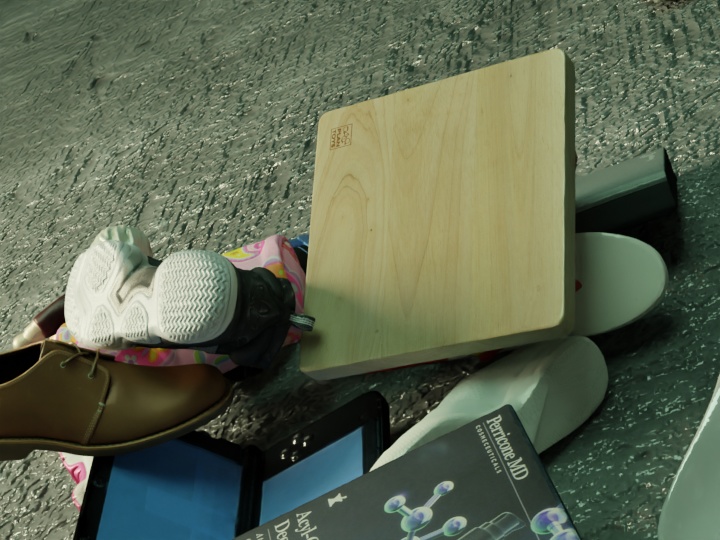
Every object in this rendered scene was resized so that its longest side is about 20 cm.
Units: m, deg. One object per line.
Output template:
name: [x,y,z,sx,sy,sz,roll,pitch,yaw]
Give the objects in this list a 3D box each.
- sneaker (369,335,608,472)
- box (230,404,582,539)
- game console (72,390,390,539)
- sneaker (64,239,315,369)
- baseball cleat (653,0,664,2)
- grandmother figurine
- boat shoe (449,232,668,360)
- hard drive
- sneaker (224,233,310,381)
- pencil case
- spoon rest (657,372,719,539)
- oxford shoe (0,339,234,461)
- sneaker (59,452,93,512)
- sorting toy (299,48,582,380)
sneaker: [0.068,0.107,1.017,0.199,0.076,0.088,-30,19,-31]
box: [0.031,0.190,0.857,0.198,0.108,0.149,-26,26,1]
game console: [-0.078,0.139,1.023,0.171,0.119,0.201,-31,26,16]
sneaker: [-0.119,0.029,1.091,0.199,0.113,0.077,2,77,49]
baseball cleat: [0.305,-0.327,1.572,0.105,0.070,0.201,-17,37,4]
grandmother figurine: [-0.220,0.050,1.244,0.061,0.201,0.121,44,28,25]
boat shoe: [0.126,0.024,1.111,0.198,0.073,0.068,-22,-10,24]
hard drive: [0.142,-0.037,1.189,0.198,0.033,0.140,-19,8,14]
sneaker: [-0.084,0.041,1.277,0.199,0.071,0.078,-28,61,-27]
pencil case: [-0.130,0.046,1.172,0.198,0.088,0.088,-24,27,6]
spoon rest: [0.220,0.104,0.886,0.098,0.061,0.201,-13,29,26]
oxford shoe: [-0.183,0.079,1.052,0.197,0.072,0.072,-5,26,-8]
sneaker: [-0.153,0.153,1.117,0.088,0.082,0.200,-32,28,-7]
sorting toy: [0.064,-0.027,1.075,0.197,0.069,0.202,-12,60,30]
